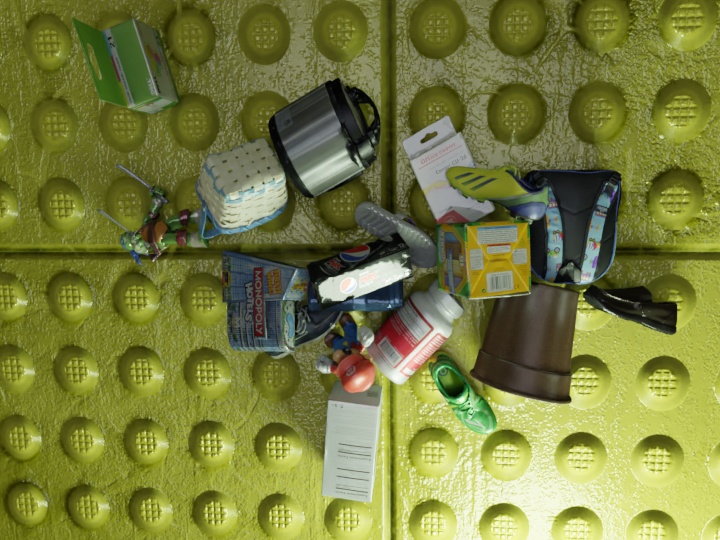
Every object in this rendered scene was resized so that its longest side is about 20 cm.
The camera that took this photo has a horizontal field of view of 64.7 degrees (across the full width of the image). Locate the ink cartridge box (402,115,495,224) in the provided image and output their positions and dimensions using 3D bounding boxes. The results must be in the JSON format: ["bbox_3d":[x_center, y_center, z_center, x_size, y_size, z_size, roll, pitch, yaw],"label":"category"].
[{"bbox_3d":[0.168,-0.185,1.108,0.114,0.068,0.205,-26,95,9],"label":"ink cartridge box"}]

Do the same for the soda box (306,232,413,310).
[{"bbox_3d":[0.000,0.000,1.086,0.194,0.064,0.073,-20,126,-11],"label":"soda box"}]

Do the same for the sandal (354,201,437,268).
[{"bbox_3d":[0.081,-0.081,1.138,0.200,0.051,0.082,35,138,-12],"label":"sandal"}]

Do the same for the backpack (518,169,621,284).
[{"bbox_3d":[0.386,-0.083,1.067,0.175,0.135,0.209,1,98,5],"label":"backpack"}]

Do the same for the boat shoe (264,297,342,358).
[{"bbox_3d":[-0.125,0.109,1.176,0.196,0.062,0.077,-29,52,14],"label":"boat shoe"}]

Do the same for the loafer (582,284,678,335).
[{"bbox_3d":[0.529,0.061,1.112,0.193,0.073,0.074,19,94,-6],"label":"loafer"}]

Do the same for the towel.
[{"bbox_3d":[-0.010,0.033,1.144,0.192,0.115,0.049,0,143,3],"label":"towel"}]

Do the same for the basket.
[{"bbox_3d":[-0.218,-0.142,1.069,0.173,0.202,0.141,-25,69,-28],"label":"basket"}]

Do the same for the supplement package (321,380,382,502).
[{"bbox_3d":[-0.016,0.352,1.184,0.105,0.114,0.208,5,100,6],"label":"supplement package"}]

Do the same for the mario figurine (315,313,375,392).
[{"bbox_3d":[-0.033,0.153,1.105,0.102,0.201,0.128,-1,111,-13],"label":"mario figurine"}]

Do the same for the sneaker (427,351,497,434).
[{"bbox_3d":[0.204,0.261,1.163,0.074,0.084,0.201,-40,93,10],"label":"sneaker"}]

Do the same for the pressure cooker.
[{"bbox_3d":[-0.054,-0.253,1.065,0.195,0.179,0.180,-27,92,10],"label":"pressure cooker"}]

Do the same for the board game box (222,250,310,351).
[{"bbox_3d":[-0.184,0.057,1.125,0.194,0.061,0.209,-5,84,32],"label":"board game box"}]

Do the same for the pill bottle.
[{"bbox_3d":[0.112,0.118,1.136,0.112,0.112,0.200,44,100,-2],"label":"pill bottle"}]

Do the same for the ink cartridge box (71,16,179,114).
[{"bbox_3d":[-0.434,-0.389,1.072,0.073,0.200,0.153,-16,97,8],"label":"ink cartridge box"}]

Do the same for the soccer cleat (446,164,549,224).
[{"bbox_3d":[0.245,-0.156,1.012,0.196,0.064,0.086,29,126,26],"label":"soccer cleat"}]

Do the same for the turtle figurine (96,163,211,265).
[{"bbox_3d":[-0.405,-0.105,1.137,0.186,0.145,0.208,-5,110,-1],"label":"turtle figurine"}]

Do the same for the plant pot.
[{"bbox_3d":[0.323,0.123,1.086,0.193,0.200,0.206,12,91,4],"label":"plant pot"}]

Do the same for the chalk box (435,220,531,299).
[{"bbox_3d":[0.210,-0.027,1.035,0.120,0.200,0.129,-5,96,-12],"label":"chalk box"}]
